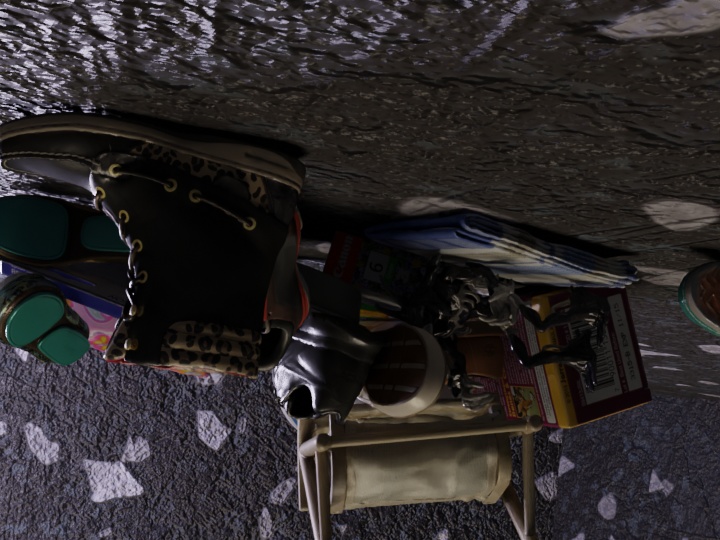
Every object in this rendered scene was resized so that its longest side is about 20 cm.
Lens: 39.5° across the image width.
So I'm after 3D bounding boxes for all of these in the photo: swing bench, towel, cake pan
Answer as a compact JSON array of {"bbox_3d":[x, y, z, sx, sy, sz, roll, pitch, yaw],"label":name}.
[{"bbox_3d":[0.047,0.183,0.936,0.198,0.130,0.200,-3,-175,-9],"label":"swing bench"},{"bbox_3d":[0.122,-0.016,0.870,0.199,0.024,0.147,14,172,-30],"label":"towel"},{"bbox_3d":[-0.086,0.014,0.933,0.200,0.037,0.200,16,171,3],"label":"cake pan"}]

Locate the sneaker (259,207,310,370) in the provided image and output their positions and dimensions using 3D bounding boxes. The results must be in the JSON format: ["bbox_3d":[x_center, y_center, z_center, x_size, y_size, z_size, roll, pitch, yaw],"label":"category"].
[{"bbox_3d":[-0.082,0.003,0.751,0.077,0.082,0.200,-2,139,16],"label":"sneaker"}]

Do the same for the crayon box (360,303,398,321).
[{"bbox_3d":[0.025,0.031,1.168,0.118,0.058,0.200,8,172,1],"label":"crayon box"}]

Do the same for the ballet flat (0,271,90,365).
[{"bbox_3d":[-0.309,0.039,0.939,0.074,0.075,0.200,8,159,-1],"label":"ballet flat"}]

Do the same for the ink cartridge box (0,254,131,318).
[{"bbox_3d":[-0.255,0.012,1.020,0.196,0.043,0.200,19,-165,16],"label":"ink cartridge box"}]

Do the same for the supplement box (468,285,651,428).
[{"bbox_3d":[0.190,0.083,1.036,0.103,0.131,0.200,-14,-179,-21],"label":"supplement box"}]

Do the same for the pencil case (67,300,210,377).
[{"bbox_3d":[-0.250,0.058,1.107,0.199,0.088,0.087,13,172,1],"label":"pencil case"}]

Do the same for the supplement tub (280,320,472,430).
[{"bbox_3d":[0.014,0.128,1.129,0.144,0.145,0.200,13,171,-37],"label":"supplement tub"}]

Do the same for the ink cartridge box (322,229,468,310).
[{"bbox_3d":[0.000,0.000,0.975,0.199,0.051,0.109,17,172,-1],"label":"ink cartridge box"}]

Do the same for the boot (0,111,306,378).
[{"bbox_3d":[-0.142,-0.015,0.644,0.199,0.151,0.073,9,172,-8],"label":"boot"}]

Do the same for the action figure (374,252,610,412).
[{"bbox_3d":[0.111,0.051,0.869,0.199,0.119,0.102,7,-146,-1],"label":"action figure"}]

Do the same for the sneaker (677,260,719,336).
[{"bbox_3d":[0.336,0.036,0.853,0.199,0.072,0.080,10,168,-26],"label":"sneaker"}]

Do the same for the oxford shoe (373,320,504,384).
[{"bbox_3d":[0.044,0.091,0.987,0.199,0.072,0.071,-5,176,4],"label":"oxford shoe"}]

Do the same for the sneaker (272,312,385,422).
[{"bbox_3d":[-0.052,0.083,0.881,0.076,0.091,0.200,21,171,-20],"label":"sneaker"}]

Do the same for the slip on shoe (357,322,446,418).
[{"bbox_3d":[0.035,0.091,0.850,0.060,0.076,0.200,27,166,-17],"label":"slip on shoe"}]

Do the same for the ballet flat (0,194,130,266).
[{"bbox_3d":[-0.266,-0.030,0.959,0.199,0.069,0.063,7,169,7],"label":"ballet flat"}]
